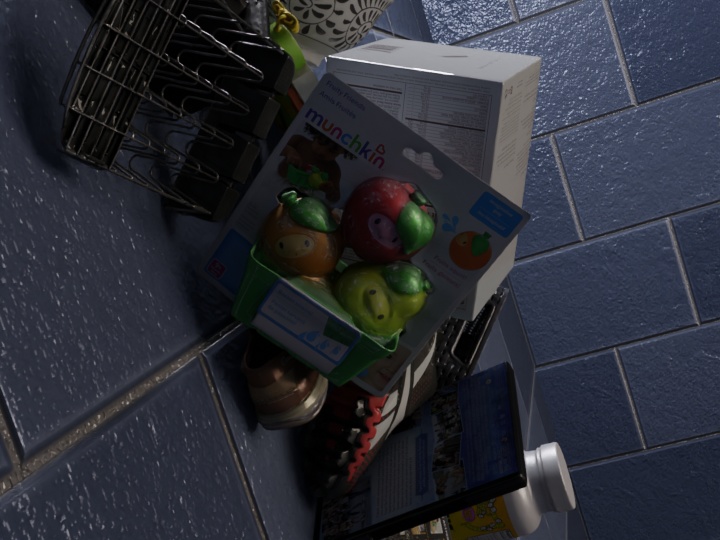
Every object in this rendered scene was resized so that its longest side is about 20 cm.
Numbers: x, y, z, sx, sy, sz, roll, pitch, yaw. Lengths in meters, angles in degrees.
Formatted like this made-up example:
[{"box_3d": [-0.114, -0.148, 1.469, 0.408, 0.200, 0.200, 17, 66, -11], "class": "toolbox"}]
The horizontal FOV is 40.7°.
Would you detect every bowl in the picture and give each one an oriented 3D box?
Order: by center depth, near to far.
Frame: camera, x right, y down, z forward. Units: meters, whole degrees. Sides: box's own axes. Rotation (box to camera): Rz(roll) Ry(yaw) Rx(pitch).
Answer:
[{"box_3d": [-0.072, -0.269, 1.010, 0.201, 0.200, 0.094, -3, 110, -75], "class": "bowl"}]

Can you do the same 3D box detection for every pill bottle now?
[{"box_3d": [0.128, 0.247, 1.065, 0.104, 0.200, 0.105, -17, 90, -76], "class": "pill bottle"}]

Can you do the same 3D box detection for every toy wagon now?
[{"box_3d": [-0.060, -0.168, 0.915, 0.155, 0.040, 0.200, 49, -9, 29], "class": "toy wagon"}]

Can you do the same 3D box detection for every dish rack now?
[{"box_3d": [-0.128, -0.121, 0.670, 0.200, 0.054, 0.154, 24, 90, -62], "class": "dish rack"}]

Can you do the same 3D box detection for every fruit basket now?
[{"box_3d": [-0.004, -0.016, 0.732, 0.185, 0.200, 0.094, 35, 30, -7], "class": "fruit basket"}]

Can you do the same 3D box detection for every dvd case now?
[{"box_3d": [0.050, 0.167, 0.862, 0.018, 0.200, 0.143, 54, 22, -29], "class": "dvd case"}]

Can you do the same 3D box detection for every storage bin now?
[{"box_3d": [0.074, 0.086, 1.035, 0.200, 0.094, 0.135, 100, 16, -66], "class": "storage bin"}]

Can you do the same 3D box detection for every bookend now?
[{"box_3d": [-0.157, -0.269, 0.784, 0.199, 0.092, 0.200, 56, 22, -50], "class": "bookend"}]

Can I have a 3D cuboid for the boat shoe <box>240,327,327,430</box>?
[{"box_3d": [-0.058, 0.049, 0.842, 0.200, 0.076, 0.072, -86, 153, -58], "class": "boat shoe"}]

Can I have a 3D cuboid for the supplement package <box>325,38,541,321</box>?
[{"box_3d": [0.059, -0.087, 0.848, 0.152, 0.150, 0.200, -40, 139, -61], "class": "supplement package"}]

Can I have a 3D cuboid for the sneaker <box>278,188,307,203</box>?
[{"box_3d": [-0.056, -0.072, 0.981, 0.084, 0.077, 0.200, 62, 8, -10], "class": "sneaker"}]

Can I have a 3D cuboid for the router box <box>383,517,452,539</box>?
[{"box_3d": [0.046, 0.302, 0.937, 0.149, 0.051, 0.200, 23, 51, -57], "class": "router box"}]

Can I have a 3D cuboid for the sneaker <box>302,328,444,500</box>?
[{"box_3d": [0.018, 0.118, 0.880, 0.098, 0.071, 0.201, 28, 81, -41], "class": "sneaker"}]
